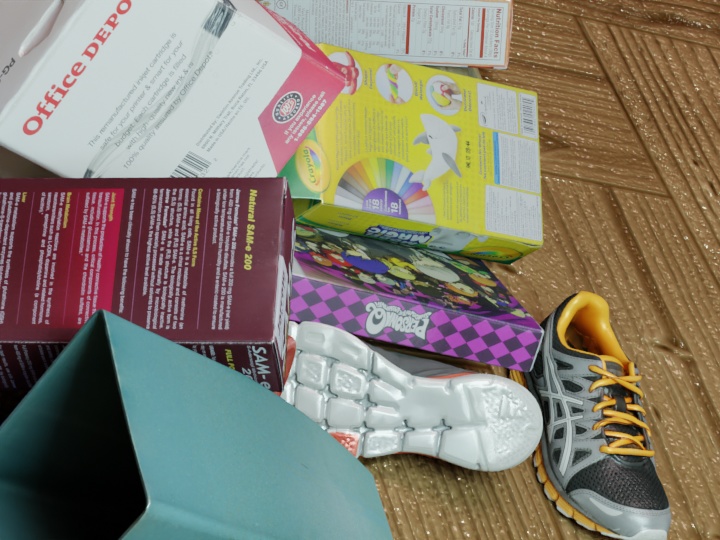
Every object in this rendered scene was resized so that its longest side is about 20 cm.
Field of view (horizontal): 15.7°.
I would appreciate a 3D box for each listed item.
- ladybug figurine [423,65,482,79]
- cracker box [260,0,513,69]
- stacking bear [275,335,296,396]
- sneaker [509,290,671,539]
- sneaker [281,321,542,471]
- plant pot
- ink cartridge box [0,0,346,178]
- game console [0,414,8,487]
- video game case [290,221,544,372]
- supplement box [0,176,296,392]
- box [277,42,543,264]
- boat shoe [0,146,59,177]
[{"bbox_3d":[0.060,-0.100,1.888,0.200,0.072,0.136,-100,165,-53],"label":"ladybug figurine"},{"bbox_3d":[0.009,-0.200,1.857,0.199,0.058,0.134,4,29,1],"label":"cracker box"},{"bbox_3d":[-0.148,0.038,1.530,0.199,0.114,0.121,30,31,7],"label":"stacking bear"},{"bbox_3d":[0.154,0.096,1.706,0.078,0.077,0.200,8,38,-31],"label":"sneaker"},{"bbox_3d":[0.012,0.082,1.647,0.199,0.078,0.082,17,1,-5],"label":"sneaker"},{"bbox_3d":[-0.085,0.143,1.403,0.199,0.141,0.142,22,33,-35],"label":"plant pot"},{"bbox_3d":[-0.131,-0.118,1.610,0.200,0.145,0.084,28,14,-43],"label":"ink cartridge box"},{"bbox_3d":[-0.294,0.083,1.433,0.199,0.031,0.177,31,33,4],"label":"game console"},{"bbox_3d":[0.000,0.000,1.718,0.199,0.036,0.181,13,17,-21],"label":"video game case"},{"bbox_3d":[-0.139,0.008,1.451,0.199,0.061,0.109,0,59,6],"label":"supplement box"},{"bbox_3d":[0.026,-0.078,1.736,0.199,0.048,0.118,12,66,-30],"label":"box"},{"bbox_3d":[-0.185,-0.024,1.657,0.200,0.073,0.062,42,-9,33],"label":"boat shoe"}]
